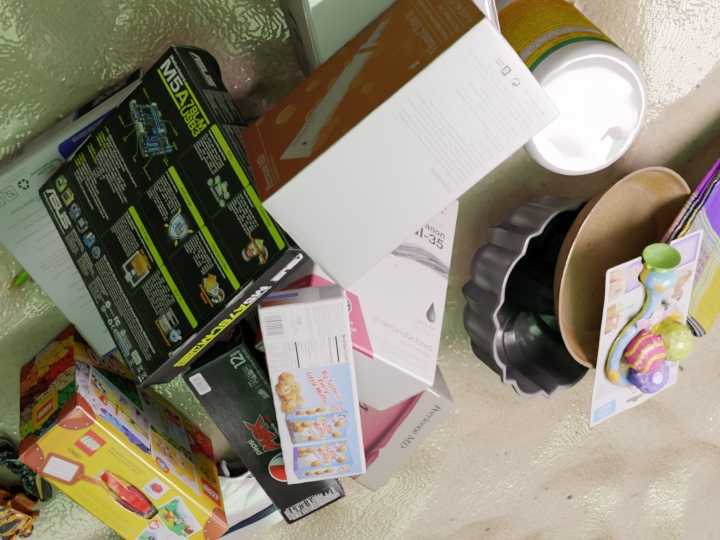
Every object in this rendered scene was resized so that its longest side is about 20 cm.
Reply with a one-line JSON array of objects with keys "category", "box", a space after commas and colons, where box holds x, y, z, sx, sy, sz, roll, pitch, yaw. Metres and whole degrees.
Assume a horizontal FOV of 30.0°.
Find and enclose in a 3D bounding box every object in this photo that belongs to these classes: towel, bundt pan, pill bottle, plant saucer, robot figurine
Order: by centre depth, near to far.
[{"category": "pill bottle", "box": [0.160, -0.172, 1.157, 0.111, 0.200, 0.114, -6, 119, -11]}, {"category": "plant saucer", "box": [0.245, -0.006, 1.281, 0.199, 0.035, 0.202, -19, 121, -36]}, {"category": "robot figurine", "box": [-0.399, 0.213, 1.299, 0.199, 0.058, 0.145, 38, 104, -27]}, {"category": "bundt pan", "box": [0.174, 0.018, 1.305, 0.200, 0.075, 0.204, -20, 121, -36]}, {"category": "towel", "box": [0.364, -0.040, 1.332, 0.201, 0.023, 0.144, -54, 134, -9]}]

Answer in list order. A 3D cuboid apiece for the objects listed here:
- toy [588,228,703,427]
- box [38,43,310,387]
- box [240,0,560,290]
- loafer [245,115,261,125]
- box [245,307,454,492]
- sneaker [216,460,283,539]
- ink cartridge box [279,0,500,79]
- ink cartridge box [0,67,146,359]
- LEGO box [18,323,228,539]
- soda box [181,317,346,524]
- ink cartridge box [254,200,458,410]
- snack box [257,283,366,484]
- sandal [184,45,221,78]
[{"category": "toy", "box": [0.279, 0.066, 1.273, 0.114, 0.047, 0.202, -22, 131, -22]}, {"category": "box", "box": [-0.152, -0.042, 1.076, 0.193, 0.201, 0.047, -40, 160, 25]}, {"category": "box", "box": [0.024, -0.105, 0.969, 0.199, 0.125, 0.098, -39, 120, 9]}, {"category": "loafer", "box": [-0.062, -0.105, 1.140, 0.069, 0.200, 0.070, -28, 120, -19]}, {"category": "box", "box": [-0.028, 0.101, 1.306, 0.199, 0.109, 0.128, 34, 105, -27]}, {"category": "sneaker", "box": [-0.166, 0.247, 1.379, 0.199, 0.076, 0.081, -30, 109, -3]}, {"category": "ink cartridge box", "box": [0.017, -0.215, 1.097, 0.146, 0.200, 0.146, -19, 121, -4]}, {"category": "ink cartridge box", "box": [-0.214, -0.048, 1.204, 0.196, 0.047, 0.201, -31, 120, 9]}, {"category": "LEGO box", "box": [-0.225, 0.167, 1.268, 0.077, 0.149, 0.200, -40, 120, 9]}, {"category": "soda box", "box": [-0.088, 0.131, 1.203, 0.063, 0.071, 0.201, -28, 122, 3]}, {"category": "ink cartridge box", "box": [0.000, 0.000, 1.202, 0.146, 0.202, 0.083, 28, 144, -26]}, {"category": "snack box", "box": [-0.039, 0.099, 1.122, 0.071, 0.024, 0.202, -8, 128, -3]}, {"category": "sandal", "box": [-0.140, -0.087, 1.137, 0.075, 0.043, 0.202, -7, 118, 10]}]
